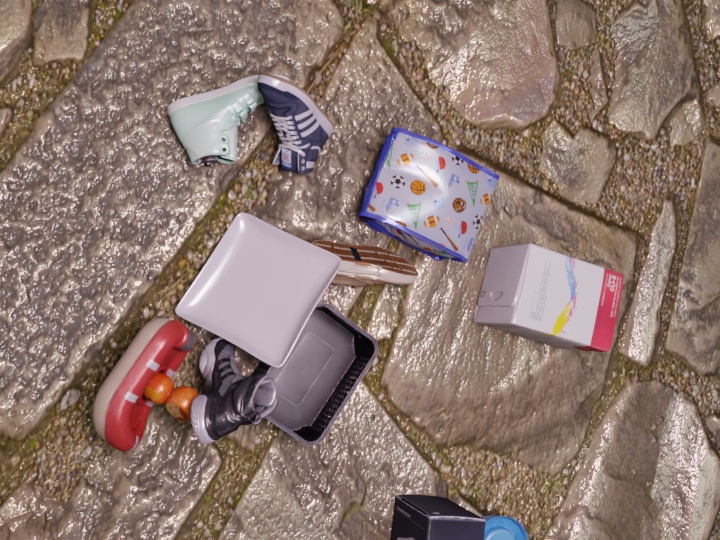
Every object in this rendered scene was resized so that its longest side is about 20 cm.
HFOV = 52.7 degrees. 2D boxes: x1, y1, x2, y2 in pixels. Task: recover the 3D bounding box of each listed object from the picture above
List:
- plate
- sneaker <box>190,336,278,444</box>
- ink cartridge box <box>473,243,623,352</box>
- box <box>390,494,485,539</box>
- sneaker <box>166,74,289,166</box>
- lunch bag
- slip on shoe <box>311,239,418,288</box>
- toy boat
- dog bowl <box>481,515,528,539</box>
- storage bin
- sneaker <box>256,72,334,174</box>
[{"bbox_3d":[-0.157,0.029,1.142,0.199,0.032,0.200,25,73,16],"label":"plate"},{"bbox_3d":[-0.178,0.166,1.074,0.113,0.200,0.076,-13,124,8],"label":"sneaker"},{"bbox_3d":[0.329,0.050,1.288,0.199,0.145,0.145,16,82,-18],"label":"ink cartridge box"},{"bbox_3d":[0.119,0.487,1.195,0.104,0.148,0.201,9,85,-18],"label":"box"},{"bbox_3d":[-0.193,-0.234,1.160,0.200,0.074,0.119,-21,88,-9],"label":"sneaker"},{"bbox_3d":[0.106,-0.127,1.235,0.200,0.124,0.171,24,81,-24],"label":"lunch bag"},{"bbox_3d":[0.000,0.000,1.227,0.199,0.076,0.061,8,125,-26],"label":"slip on shoe"},{"bbox_3d":[-0.294,0.178,1.069,0.130,0.131,0.200,31,79,7],"label":"toy boat"},{"bbox_3d":[0.223,0.528,1.281,0.111,0.050,0.201,20,81,-17],"label":"dog bowl"},{"bbox_3d":[-0.082,0.162,1.172,0.135,0.094,0.200,37,78,-14],"label":"storage bin"},{"bbox_3d":[-0.114,-0.222,1.145,0.070,0.200,0.109,23,85,28],"label":"sneaker"}]
